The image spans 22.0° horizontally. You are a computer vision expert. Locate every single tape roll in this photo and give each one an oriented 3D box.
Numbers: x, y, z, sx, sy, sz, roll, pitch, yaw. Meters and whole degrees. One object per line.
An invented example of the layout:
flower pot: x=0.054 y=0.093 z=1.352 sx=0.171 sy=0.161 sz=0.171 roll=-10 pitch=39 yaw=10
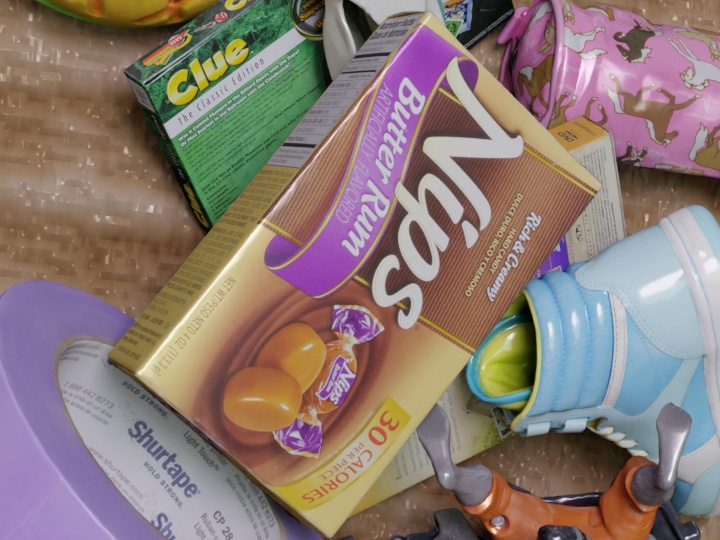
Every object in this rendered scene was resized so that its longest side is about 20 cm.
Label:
tape roll: x=-0.107 y=0.106 z=0.785 sx=0.085 sy=0.200 sz=0.200 roll=-42 pitch=98 yaw=14

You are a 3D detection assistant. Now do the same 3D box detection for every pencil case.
pencil case: x=0.170 y=-0.091 z=0.950 sx=0.199 sy=0.087 sz=0.083 roll=6 pitch=103 yaw=-16

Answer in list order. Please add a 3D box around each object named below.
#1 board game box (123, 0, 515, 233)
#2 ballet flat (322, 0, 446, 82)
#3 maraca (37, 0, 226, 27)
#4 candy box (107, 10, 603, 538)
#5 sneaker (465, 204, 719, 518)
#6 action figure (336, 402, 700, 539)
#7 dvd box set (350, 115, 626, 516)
board game box: x=-0.014 y=-0.112 z=0.900 sx=0.200 sy=0.023 sz=0.105 roll=-38 pitch=136 yaw=-17
ballet flat: x=0.022 y=-0.081 z=0.885 sx=0.069 sy=0.069 sz=0.201 roll=-37 pitch=127 yaw=-16
maraca: x=-0.123 y=-0.179 z=0.851 sx=0.199 sy=0.107 sz=0.138 roll=9 pitch=118 yaw=-27
candy box: x=0.000 y=0.000 z=0.805 sx=0.117 sy=0.056 sz=0.200 roll=43 pitch=80 yaw=-19
sneaker: x=0.119 y=0.061 z=0.898 sx=0.130 sy=0.080 sz=0.201 roll=-17 pitch=133 yaw=-4
action figure: x=0.069 y=0.144 z=0.864 sx=0.199 sy=0.194 sz=0.105 roll=-11 pitch=45 yaw=1
dvd box set: x=0.041 y=0.027 z=0.895 sx=0.199 sy=0.029 sz=0.147 roll=-25 pitch=124 yaw=-16
